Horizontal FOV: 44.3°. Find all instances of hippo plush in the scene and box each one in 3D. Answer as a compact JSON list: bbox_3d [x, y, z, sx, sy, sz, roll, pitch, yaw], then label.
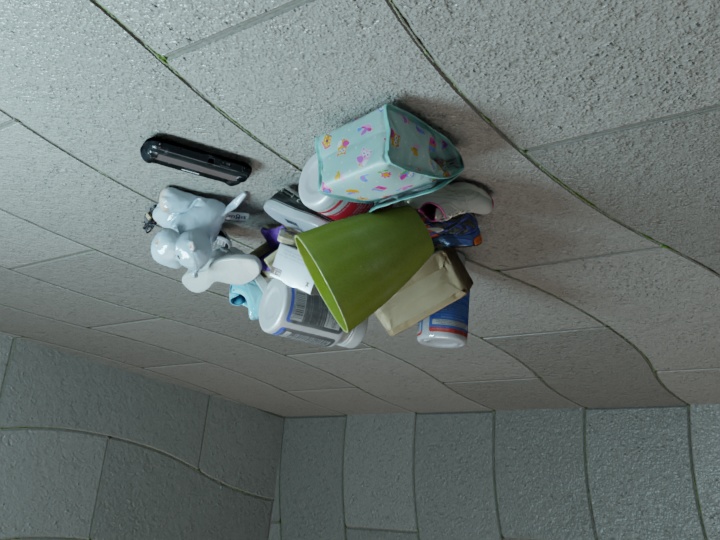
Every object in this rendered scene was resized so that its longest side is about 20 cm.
[{"bbox_3d":[-0.335,-0.059,1.783,0.199,0.162,0.160,7,146,2],"label":"hippo plush"}]

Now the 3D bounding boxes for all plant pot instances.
[{"bbox_3d":[0.018,-0.024,1.513,0.199,0.188,0.187,-29,163,-9],"label":"plant pot"}]

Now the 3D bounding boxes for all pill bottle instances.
[{"bbox_3d":[-0.004,-0.132,1.583,0.112,0.113,0.199,-12,154,43],"label":"pill bottle"},{"bbox_3d":[0.185,0.063,1.950,0.111,0.201,0.112,5,164,1],"label":"pill bottle"},{"bbox_3d":[-0.091,0.088,1.755,0.199,0.115,0.114,17,159,-31],"label":"pill bottle"}]

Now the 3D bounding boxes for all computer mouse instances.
[{"bbox_3d":[-0.374,-0.093,1.935,0.199,0.044,0.110,16,155,-11],"label":"computer mouse"}]

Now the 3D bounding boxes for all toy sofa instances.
[{"bbox_3d":[-0.184,-0.034,1.845,0.098,0.083,0.200,57,164,-13],"label":"toy sofa"}]

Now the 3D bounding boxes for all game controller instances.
[{"bbox_3d":[-0.301,-0.198,1.620,0.199,0.042,0.104,15,174,-23],"label":"game controller"}]

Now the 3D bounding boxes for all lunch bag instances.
[{"bbox_3d":[0.051,-0.172,1.443,0.170,0.123,0.199,-16,160,40],"label":"lunch bag"}]

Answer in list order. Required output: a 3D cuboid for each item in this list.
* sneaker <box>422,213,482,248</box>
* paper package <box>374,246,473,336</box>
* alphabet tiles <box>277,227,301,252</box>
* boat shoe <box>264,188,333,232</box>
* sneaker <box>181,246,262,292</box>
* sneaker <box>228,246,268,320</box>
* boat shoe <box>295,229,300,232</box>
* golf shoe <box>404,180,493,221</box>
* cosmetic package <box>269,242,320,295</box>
[{"bbox_3d":[0.139,-0.083,1.742,0.199,0.079,0.075,-2,-176,9],"label":"sneaker"},{"bbox_3d":[0.124,0.037,1.797,0.190,0.104,0.200,-30,180,12],"label":"paper package"},{"bbox_3d":[-0.061,-0.040,1.686,0.199,0.015,0.196,17,-171,-5],"label":"alphabet tiles"},{"bbox_3d":[-0.097,-0.104,1.651,0.199,0.057,0.069,26,161,34],"label":"boat shoe"},{"bbox_3d":[-0.280,-0.017,1.825,0.199,0.089,0.075,-11,129,32],"label":"sneaker"},{"bbox_3d":[-0.249,0.027,1.851,0.082,0.200,0.074,-30,139,-16],"label":"sneaker"},{"bbox_3d":[-0.058,-0.090,1.792,0.201,0.075,0.065,27,158,-31],"label":"boat shoe"},{"bbox_3d":[0.155,-0.121,1.602,0.199,0.092,0.075,15,158,-27],"label":"golf shoe"},{"bbox_3d":[-0.078,-0.001,1.706,0.101,0.074,0.200,23,-174,23],"label":"cosmetic package"}]
